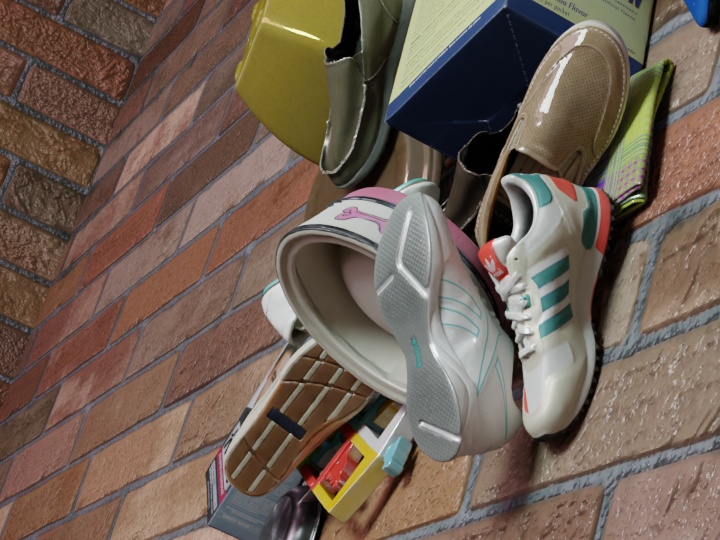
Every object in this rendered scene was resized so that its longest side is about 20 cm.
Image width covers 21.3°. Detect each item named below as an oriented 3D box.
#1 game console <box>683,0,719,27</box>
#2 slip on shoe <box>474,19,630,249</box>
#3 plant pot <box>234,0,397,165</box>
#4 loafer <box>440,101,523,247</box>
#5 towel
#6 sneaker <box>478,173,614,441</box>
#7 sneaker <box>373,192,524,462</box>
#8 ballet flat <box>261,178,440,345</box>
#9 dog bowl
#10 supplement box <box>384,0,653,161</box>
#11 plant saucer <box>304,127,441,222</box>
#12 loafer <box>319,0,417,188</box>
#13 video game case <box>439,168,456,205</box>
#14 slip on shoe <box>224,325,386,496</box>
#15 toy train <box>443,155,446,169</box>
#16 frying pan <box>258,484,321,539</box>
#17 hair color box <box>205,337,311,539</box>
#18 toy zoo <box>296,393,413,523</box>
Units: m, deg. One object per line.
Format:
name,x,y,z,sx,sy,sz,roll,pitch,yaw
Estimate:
game console,0.302,-0.301,1.476,0.200,0.117,0.172,-96,5,-60
slip on shoe,0.142,-0.094,1.455,0.201,0.076,0.061,-61,-11,17
plant pot,-0.011,-0.223,1.909,0.195,0.199,0.196,120,167,-53
loafer,0.106,-0.081,1.567,0.200,0.071,0.073,-46,24,42
towel,0.175,-0.071,1.514,0.200,0.023,0.144,-41,28,50
sneaker,0.123,0.022,1.391,0.070,0.093,0.201,-29,47,62
sneaker,0.065,0.041,1.409,0.070,0.080,0.202,-27,70,49
ballet flat,0.000,0.000,1.661,0.200,0.069,0.070,-36,28,23
dog bowl,0.031,0.018,1.541,0.074,0.200,0.200,-48,9,-29
supplement box,0.141,-0.217,1.626,0.200,0.134,0.201,-40,29,51
plant saucer,0.005,-0.065,1.772,0.200,0.029,0.201,-34,46,45
loafer,-0.008,-0.175,1.731,0.075,0.069,0.201,23,102,60
video game case,0.041,0.005,1.754,0.143,0.018,0.201,-44,18,47
slip on shoe,-0.044,0.115,1.685,0.200,0.076,0.061,-51,3,20
toy train,0.021,-0.049,1.842,0.200,0.042,0.056,-48,4,36
frying pan,-0.051,0.227,1.743,0.190,0.031,0.115,-52,22,43
hair color box,-0.078,0.156,1.858,0.201,0.060,0.099,-57,18,19
toy zoo,0.002,0.144,1.678,0.131,0.020,0.200,-53,18,1
